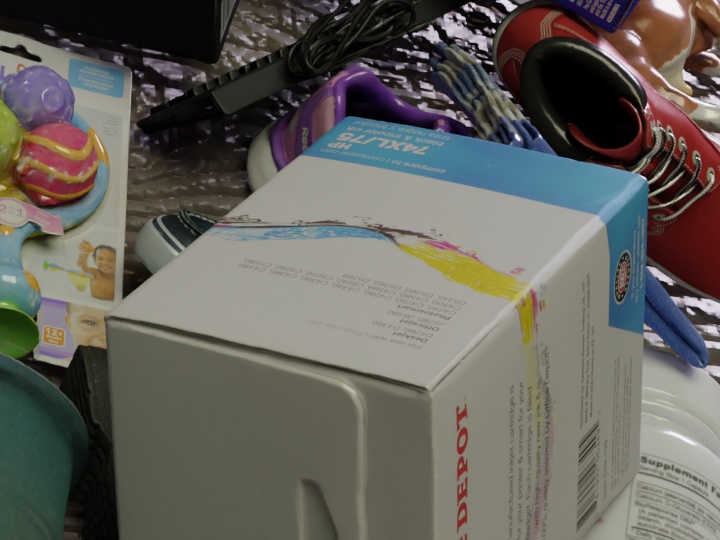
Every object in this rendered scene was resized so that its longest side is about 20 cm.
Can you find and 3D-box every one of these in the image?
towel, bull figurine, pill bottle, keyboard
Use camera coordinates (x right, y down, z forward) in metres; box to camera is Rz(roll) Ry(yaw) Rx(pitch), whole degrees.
[{"bbox_3d":[0.096,-0.033,1.420,0.147,0.024,0.200,49,4,-18],"label":"towel"},{"bbox_3d":[0.159,-0.124,1.599,0.121,0.065,0.200,34,46,2],"label":"bull figurine"},{"bbox_3d":[0.112,0.138,1.329,0.113,0.113,0.200,21,46,-9],"label":"pill bottle"},{"bbox_3d":[-0.017,-0.122,1.486,0.200,0.104,0.040,-29,102,-40],"label":"keyboard"}]

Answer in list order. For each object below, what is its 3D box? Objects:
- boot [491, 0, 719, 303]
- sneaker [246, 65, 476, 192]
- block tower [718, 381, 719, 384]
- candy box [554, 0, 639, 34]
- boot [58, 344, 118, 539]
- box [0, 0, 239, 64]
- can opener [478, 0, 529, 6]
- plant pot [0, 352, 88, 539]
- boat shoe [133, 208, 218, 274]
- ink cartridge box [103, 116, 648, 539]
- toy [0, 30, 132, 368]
[{"bbox_3d":[0.146,-0.044,1.457,0.200,0.072,0.144,43,7,-12],"label":"boot"},{"bbox_3d":[0.040,-0.026,1.446,0.200,0.089,0.080,38,45,5],"label":"sneaker"},{"bbox_3d":[0.195,0.115,1.416,0.054,0.058,0.200,22,39,-9],"label":"block tower"},{"bbox_3d":[0.077,-0.221,1.523,0.200,0.077,0.169,31,30,5],"label":"candy box"},{"bbox_3d":[-0.057,0.114,1.296,0.131,0.070,0.200,9,49,-21],"label":"boot"},{"bbox_3d":[-0.113,-0.209,1.505,0.141,0.079,0.200,11,47,7],"label":"box"},{"bbox_3d":[0.026,-0.210,1.603,0.200,0.067,0.053,33,47,2],"label":"can opener"},{"bbox_3d":[-0.204,0.150,1.124,0.200,0.200,0.196,10,57,-19],"label":"plant pot"},{"bbox_3d":[0.000,0.000,1.391,0.200,0.091,0.071,26,14,-10],"label":"boat shoe"},{"bbox_3d":[0.011,0.052,1.214,0.146,0.147,0.200,13,31,25],"label":"ink cartridge box"},{"bbox_3d":[-0.158,-0.048,1.394,0.115,0.047,0.200,15,49,-17],"label":"toy"}]
